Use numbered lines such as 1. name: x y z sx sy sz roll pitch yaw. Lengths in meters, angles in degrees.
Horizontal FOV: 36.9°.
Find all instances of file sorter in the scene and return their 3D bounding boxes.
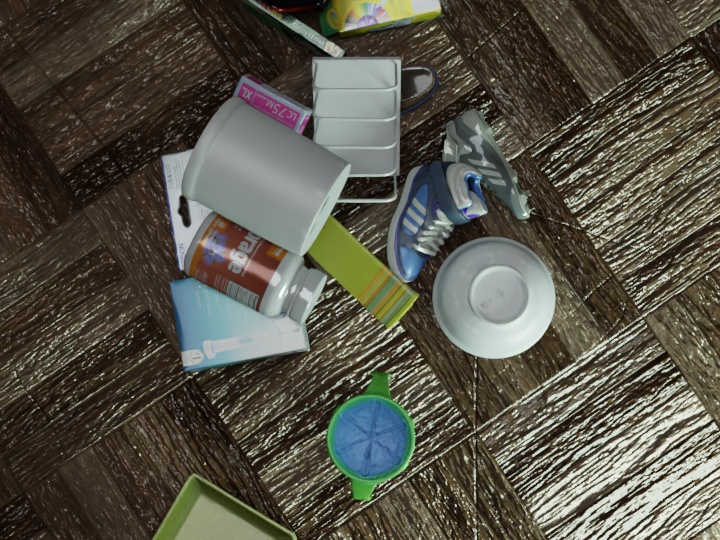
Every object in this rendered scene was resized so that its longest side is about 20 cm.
1. file sorter: -0.007 -0.216 1.684 0.138 0.125 0.201 0 121 1

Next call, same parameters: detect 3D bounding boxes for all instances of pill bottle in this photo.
1. pill bottle: -0.158 -0.001 1.639 0.199 0.112 0.112 27 87 4

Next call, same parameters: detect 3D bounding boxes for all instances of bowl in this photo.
1. bowl: 0.217 0.041 1.724 0.200 0.090 0.202 0 85 1

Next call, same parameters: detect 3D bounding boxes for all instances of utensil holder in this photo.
1. utensil holder: -0.136 -0.137 1.596 0.200 0.170 0.170 28 87 3

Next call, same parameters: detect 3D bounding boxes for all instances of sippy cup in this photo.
1. sippy cup: 0.016 0.257 1.691 0.140 0.130 0.178 45 88 3

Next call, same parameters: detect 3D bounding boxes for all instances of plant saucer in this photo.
1. plant saucer: -0.232 0.456 1.722 0.200 0.048 0.200 31 87 3

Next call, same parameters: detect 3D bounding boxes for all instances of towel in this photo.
1. towel: 0.000 0.000 1.744 0.200 0.018 0.086 43 125 4

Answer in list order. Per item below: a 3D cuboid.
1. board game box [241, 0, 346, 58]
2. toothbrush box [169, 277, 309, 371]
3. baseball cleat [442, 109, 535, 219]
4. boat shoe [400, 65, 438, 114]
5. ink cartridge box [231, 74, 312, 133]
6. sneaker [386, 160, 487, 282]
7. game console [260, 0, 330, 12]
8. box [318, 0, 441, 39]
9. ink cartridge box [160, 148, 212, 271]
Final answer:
1. board game box: -0.108 -0.391 1.752 0.200 0.105 0.024 34 93 2
2. toothbrush box: -0.191 0.073 1.730 0.199 0.085 0.147 -12 84 1
3. baseball cleat: 0.199 -0.159 1.759 0.106 0.070 0.201 -28 81 13
4. boat shoe: 0.033 -0.285 1.758 0.199 0.072 0.072 -21 86 0
5. ink cartridge box: -0.171 -0.191 1.698 0.119 0.042 0.200 29 109 7
6. sneaker: 0.128 -0.076 1.705 0.146 0.080 0.201 5 78 44
7. game console: -0.133 -0.508 1.728 0.200 0.119 0.173 38 92 20
8. box: 0.025 -0.456 1.784 0.199 0.048 0.118 -12 86 -2
9. ink cartridge box: -0.212 -0.109 1.766 0.199 0.043 0.197 -10 86 4
